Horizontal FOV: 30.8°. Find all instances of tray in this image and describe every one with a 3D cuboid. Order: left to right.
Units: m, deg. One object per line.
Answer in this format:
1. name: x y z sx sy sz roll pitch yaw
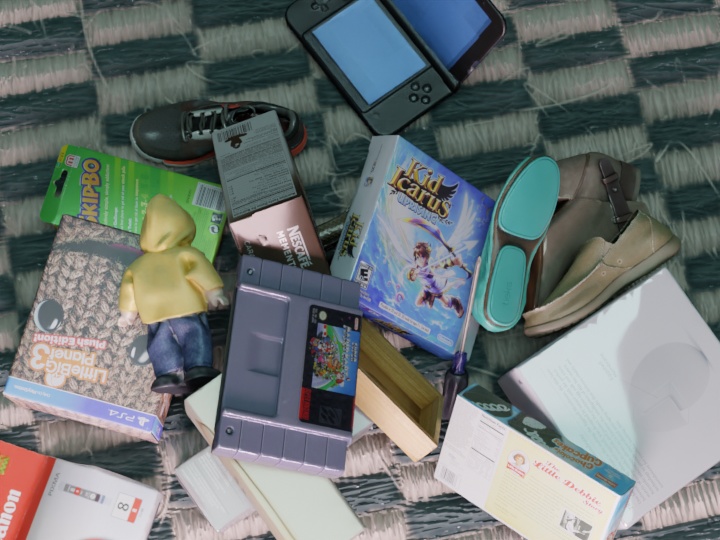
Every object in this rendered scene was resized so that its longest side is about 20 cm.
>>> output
1. tray: 0.005 0.099 1.358 0.037 0.099 0.200 -38 105 22

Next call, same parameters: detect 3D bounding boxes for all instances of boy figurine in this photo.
1. boy figurine: -0.194 0.023 1.324 0.124 0.064 0.200 -18 73 20

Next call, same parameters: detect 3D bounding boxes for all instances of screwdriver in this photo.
1. screwdriver: 0.113 0.072 1.399 0.028 0.029 0.200 24 116 28

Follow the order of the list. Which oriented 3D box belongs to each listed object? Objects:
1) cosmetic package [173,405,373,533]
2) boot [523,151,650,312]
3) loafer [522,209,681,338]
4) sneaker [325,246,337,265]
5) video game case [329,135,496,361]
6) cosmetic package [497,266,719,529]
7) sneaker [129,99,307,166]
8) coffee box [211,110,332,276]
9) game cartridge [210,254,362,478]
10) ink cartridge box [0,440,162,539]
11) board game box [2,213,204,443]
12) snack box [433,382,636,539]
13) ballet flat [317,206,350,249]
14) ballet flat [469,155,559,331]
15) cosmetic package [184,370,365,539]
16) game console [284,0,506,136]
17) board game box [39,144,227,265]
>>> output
1. cosmetic package: -0.089 0.188 1.373 0.200 0.107 0.090 -36 82 -13
2. boot: 0.256 -0.036 1.476 0.146 0.070 0.200 2 86 -14
3. loafer: 0.250 0.004 1.411 0.200 0.076 0.067 -32 84 -13
4. sneaker: 0.000 0.000 1.434 0.200 0.086 0.080 -32 82 -11
5. video game case: 0.066 -0.021 1.407 0.200 0.045 0.182 29 71 -39
6. cosmetic package: 0.289 0.140 1.403 0.200 0.123 0.200 -32 82 -11
7. sneaker: -0.159 -0.166 1.463 0.200 0.082 0.077 -4 77 -5
8. coffee box: -0.095 -0.067 1.368 0.080 0.114 0.200 -20 34 0
9. game cartridge: -0.065 0.089 1.239 0.129 0.038 0.200 11 61 -13
10. ink cartridge box: -0.326 0.275 1.363 0.200 0.050 0.162 19 76 -3
11. board game box: -0.266 0.064 1.393 0.159 0.097 0.200 15 76 -1
12. snack box: 0.175 0.215 1.350 0.200 0.116 0.037 31 36 26
13. ballet flat: -0.038 -0.049 1.456 0.200 0.067 0.046 -32 89 -4
14. ballet flat: 0.159 -0.031 1.417 0.067 0.070 0.200 20 80 -18
15. cosmetic package: -0.084 0.192 1.266 0.073 0.104 0.200 -36 80 -13
16. game console: 0.036 -0.283 1.488 0.171 0.118 0.200 -36 81 -12
17. board game box: -0.249 -0.071 1.463 0.200 0.030 0.096 16 75 -3
